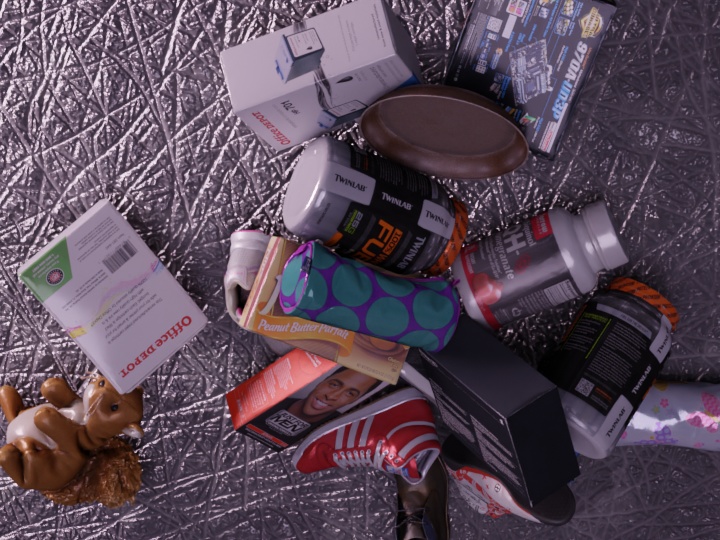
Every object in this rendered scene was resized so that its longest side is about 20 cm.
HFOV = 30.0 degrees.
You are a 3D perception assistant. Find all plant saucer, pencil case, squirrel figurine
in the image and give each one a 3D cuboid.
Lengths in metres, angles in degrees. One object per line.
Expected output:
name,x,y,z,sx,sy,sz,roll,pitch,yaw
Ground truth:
plant saucer,0.098,-0.163,1.555,0.199,0.200,0.032,10,69,2
pencil case,0.012,0.029,1.547,0.199,0.085,0.093,17,82,-17
pencil case,0.386,0.185,1.702,0.199,0.083,0.091,0,91,5
squirrel figurine,-0.363,0.224,1.793,0.186,0.142,0.201,-24,122,4

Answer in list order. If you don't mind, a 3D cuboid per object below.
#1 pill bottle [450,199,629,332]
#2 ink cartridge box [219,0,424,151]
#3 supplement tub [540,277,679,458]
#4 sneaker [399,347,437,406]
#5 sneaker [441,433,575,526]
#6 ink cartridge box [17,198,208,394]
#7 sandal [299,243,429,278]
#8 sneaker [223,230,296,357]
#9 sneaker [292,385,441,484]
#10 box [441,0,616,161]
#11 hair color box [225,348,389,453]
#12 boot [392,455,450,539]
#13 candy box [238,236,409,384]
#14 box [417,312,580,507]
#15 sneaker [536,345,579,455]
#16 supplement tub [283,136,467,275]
pill bottle,0.219,-0.010,1.630,0.199,0.111,0.111,-24,107,14
ink cartridge box,-0.040,-0.225,1.547,0.199,0.146,0.086,-20,72,13
supplement tub,0.296,0.115,1.626,0.122,0.122,0.200,38,75,-9
sneaker,0.129,0.126,1.716,0.200,0.073,0.112,39,83,-30
sneaker,0.197,0.285,1.723,0.201,0.067,0.108,25,153,34
ink cartridge box,-0.312,0.032,1.693,0.145,0.084,0.200,-41,104,-9
sandal,0.000,0.000,1.686,0.199,0.054,0.080,12,145,-2
sneaker,-0.124,0.048,1.680,0.081,0.088,0.200,-3,133,28
sneaker,0.010,0.240,1.738,0.199,0.113,0.071,-29,147,10
box,0.189,-0.247,1.574,0.158,0.046,0.201,19,112,-2
hair color box,-0.063,0.149,1.728,0.200,0.061,0.101,-34,141,17
boot,0.080,0.311,1.778,0.074,0.097,0.201,-10,110,12
candy box,-0.032,0.048,1.608,0.199,0.055,0.116,22,86,-15
box,0.159,0.159,1.572,0.079,0.200,0.142,-32,125,-13
sneaker,0.260,0.188,1.733,0.078,0.066,0.201,3,113,-6
supplement tub,0.019,-0.071,1.600,0.199,0.123,0.123,20,113,-20
